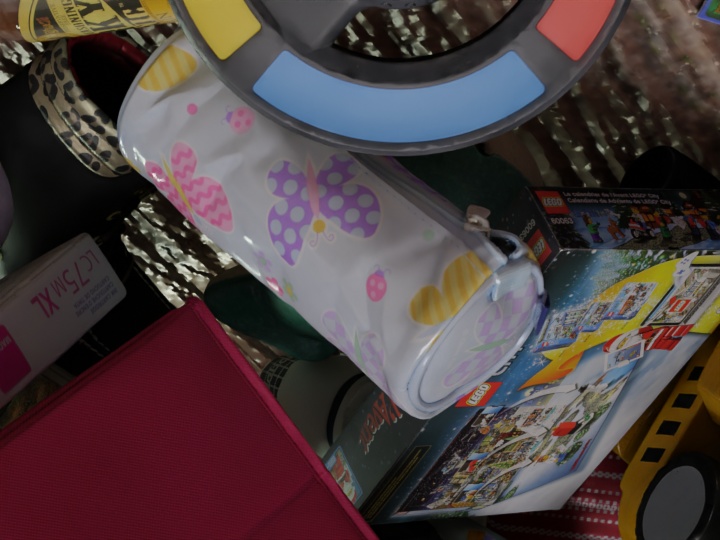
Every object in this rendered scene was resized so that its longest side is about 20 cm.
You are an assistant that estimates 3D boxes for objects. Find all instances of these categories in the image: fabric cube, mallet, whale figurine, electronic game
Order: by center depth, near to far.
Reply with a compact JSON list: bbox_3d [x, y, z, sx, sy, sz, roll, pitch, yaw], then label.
[{"bbox_3d":[0.015,-0.143,1.003,0.199,0.042,0.201,1,107,3],"label":"electronic game"},{"bbox_3d":[-0.120,0.165,1.104,0.200,0.199,0.196,52,145,-1],"label":"fabric cube"},{"bbox_3d":[0.000,0.000,1.201,0.159,0.104,0.200,26,140,-24],"label":"whale figurine"},{"bbox_3d":[0.109,0.023,1.231,0.066,0.041,0.200,28,122,-24],"label":"mallet"}]

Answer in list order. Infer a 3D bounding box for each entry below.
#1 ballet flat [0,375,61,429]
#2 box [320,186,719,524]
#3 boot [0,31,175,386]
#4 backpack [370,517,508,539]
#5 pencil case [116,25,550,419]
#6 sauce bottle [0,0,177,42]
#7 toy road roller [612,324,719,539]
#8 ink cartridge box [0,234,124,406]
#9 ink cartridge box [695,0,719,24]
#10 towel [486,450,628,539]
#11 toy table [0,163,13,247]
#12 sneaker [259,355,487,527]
[{"bbox_3d":[-0.186,0.091,1.266,0.070,0.200,0.071,14,124,21],"label":"ballet flat"},{"bbox_3d":[0.084,0.041,1.165,0.136,0.038,0.200,0,139,-37],"label":"box"},{"bbox_3d":[-0.120,-0.021,1.208,0.153,0.074,0.203,-28,123,37],"label":"boot"},{"bbox_3d":[0.032,0.188,1.281,0.167,0.127,0.200,22,167,41],"label":"backpack"},{"bbox_3d":[-0.014,-0.026,1.075,0.200,0.083,0.091,40,143,26],"label":"pencil case"},{"bbox_3d":[-0.122,-0.132,1.086,0.199,0.065,0.065,-6,140,18],"label":"sauce bottle"},{"bbox_3d":[0.198,0.068,1.209,0.123,0.146,0.201,26,97,-27],"label":"toy road roller"},{"bbox_3d":[-0.212,0.057,1.164,0.200,0.119,0.042,-24,102,33],"label":"ink cartridge box"},{"bbox_3d":[0.229,-0.143,1.043,0.119,0.042,0.200,15,142,-11],"label":"ink cartridge box"},{"bbox_3d":[0.145,0.078,1.302,0.144,0.023,0.201,6,125,-3],"label":"towel"},{"bbox_3d":[-0.272,-0.027,1.145,0.199,0.117,0.185,6,119,20],"label":"toy table"},{"bbox_3d":[0.030,0.093,1.351,0.080,0.077,0.200,16,165,43],"label":"sneaker"}]
